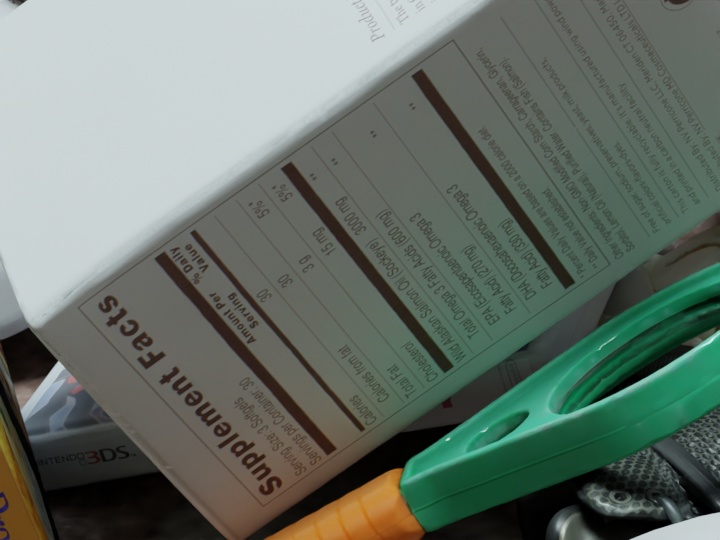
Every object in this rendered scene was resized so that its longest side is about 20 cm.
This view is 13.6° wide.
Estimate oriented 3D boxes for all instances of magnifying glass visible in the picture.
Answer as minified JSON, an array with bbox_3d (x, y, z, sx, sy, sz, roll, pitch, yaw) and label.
[{"bbox_3d":[0.032,0.051,0.809,0.199,0.022,0.080,-32,10,13],"label":"magnifying glass"}]

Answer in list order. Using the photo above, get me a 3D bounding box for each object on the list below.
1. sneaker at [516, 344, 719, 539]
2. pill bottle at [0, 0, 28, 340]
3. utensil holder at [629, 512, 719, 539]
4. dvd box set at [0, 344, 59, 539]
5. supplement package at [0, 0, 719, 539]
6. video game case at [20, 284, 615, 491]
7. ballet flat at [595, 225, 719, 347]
[{"bbox_3d":[0.122,0.081,0.793,0.199,0.077,0.114,15,34,36],"label":"sneaker"},{"bbox_3d":[-0.139,-0.063,1.034,0.119,0.120,0.200,-3,22,-1],"label":"pill bottle"},{"bbox_3d":[0.090,0.167,0.531,0.169,0.171,0.200,-3,30,0],"label":"utensil holder"},{"bbox_3d":[-0.128,-0.007,0.822,0.029,0.201,0.147,-20,40,-4],"label":"dvd box set"},{"bbox_3d":[0.001,-0.044,0.830,0.199,0.117,0.117,-35,44,5],"label":"supplement package"},{"bbox_3d":[0.000,0.000,0.957,0.181,0.023,0.200,-11,24,23],"label":"video game case"},{"bbox_3d":[0.131,0.019,0.916,0.199,0.064,0.076,8,19,20],"label":"ballet flat"}]
